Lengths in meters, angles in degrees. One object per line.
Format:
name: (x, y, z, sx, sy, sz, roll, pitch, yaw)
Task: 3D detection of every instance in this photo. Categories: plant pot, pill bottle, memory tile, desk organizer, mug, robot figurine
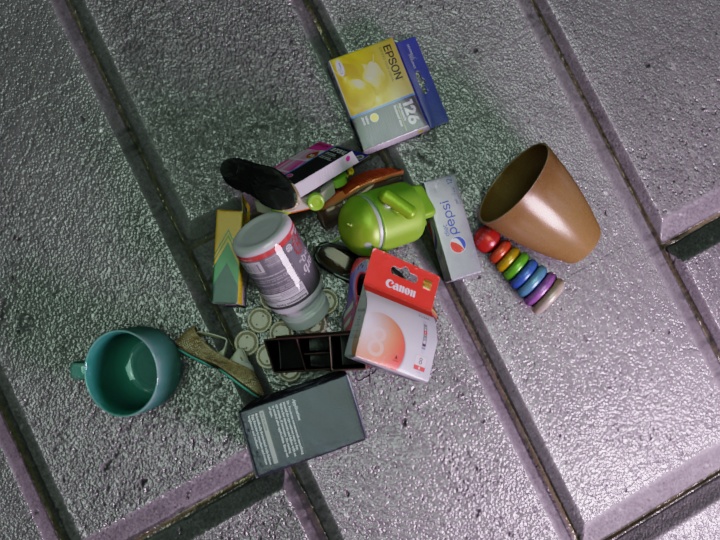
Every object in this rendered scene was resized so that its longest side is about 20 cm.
plant pot: (0.364, -0.110, 1.206, 0.199, 0.186, 0.188, 36, 83, -13)
pill bottle: (-0.138, 0.005, 1.127, 0.115, 0.116, 0.202, -31, 124, -6)
memory tile: (-0.144, 0.101, 1.223, 0.152, 0.017, 0.202, 29, 83, -1)
desk organizer: (-0.075, 0.152, 1.148, 0.196, 0.077, 0.073, -6, 86, 13)
mug: (-0.419, 0.172, 1.142, 0.183, 0.114, 0.154, 33, 97, 12)
robot figurine: (0.043, -0.097, 1.175, 0.197, 0.176, 0.117, -19, 74, -28)

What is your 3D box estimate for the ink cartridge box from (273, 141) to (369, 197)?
ink cartridge box: (-0.082, -0.200, 1.179, 0.199, 0.094, 0.038, -34, 131, -34)

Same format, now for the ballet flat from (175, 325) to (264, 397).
ballet flat: (-0.257, 0.166, 1.177, 0.198, 0.071, 0.066, 29, 75, 5)

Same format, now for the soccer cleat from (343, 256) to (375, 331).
soccer cleat: (0.003, 0.074, 1.177, 0.065, 0.077, 0.204, 3, 111, -4)

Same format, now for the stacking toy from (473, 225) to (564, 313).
stacking toy: (0.304, -0.009, 1.235, 0.200, 0.085, 0.086, 42, 84, 6)

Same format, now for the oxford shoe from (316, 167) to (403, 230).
oxford shoe: (0.001, -0.146, 1.240, 0.197, 0.071, 0.074, -24, 114, -8)

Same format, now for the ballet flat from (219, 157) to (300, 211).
ballet flat: (-0.175, -0.158, 1.123, 0.198, 0.057, 0.067, 29, 95, 32)

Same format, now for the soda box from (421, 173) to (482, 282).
soda box: (0.176, -0.082, 1.236, 0.067, 0.063, 0.204, -16, 86, -7)

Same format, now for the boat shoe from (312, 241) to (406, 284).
boat shoe: (0.000, 0.000, 1.217, 0.197, 0.068, 0.073, 23, 81, -3)

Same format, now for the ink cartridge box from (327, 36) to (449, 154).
ink cartridge box: (0.059, -0.363, 1.265, 0.197, 0.047, 0.201, -22, 86, -3)

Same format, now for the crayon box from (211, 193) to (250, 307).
crayon box: (-0.242, -0.035, 1.174, 0.050, 0.127, 0.204, 3, 83, -3)

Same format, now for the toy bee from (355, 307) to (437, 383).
toy bee: (0.094, 0.152, 1.189, 0.130, 0.108, 0.203, 13, 104, -45)

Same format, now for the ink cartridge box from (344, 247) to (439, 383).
ink cartridge box: (0.072, 0.080, 1.105, 0.160, 0.050, 0.204, 22, 77, -25)

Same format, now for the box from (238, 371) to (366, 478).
box: (-0.100, 0.266, 1.120, 0.196, 0.197, 0.120, -17, 85, -5)

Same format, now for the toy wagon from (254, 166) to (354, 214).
toy wagon: (-0.106, -0.159, 1.190, 0.196, 0.156, 0.040, -13, 126, -5)
